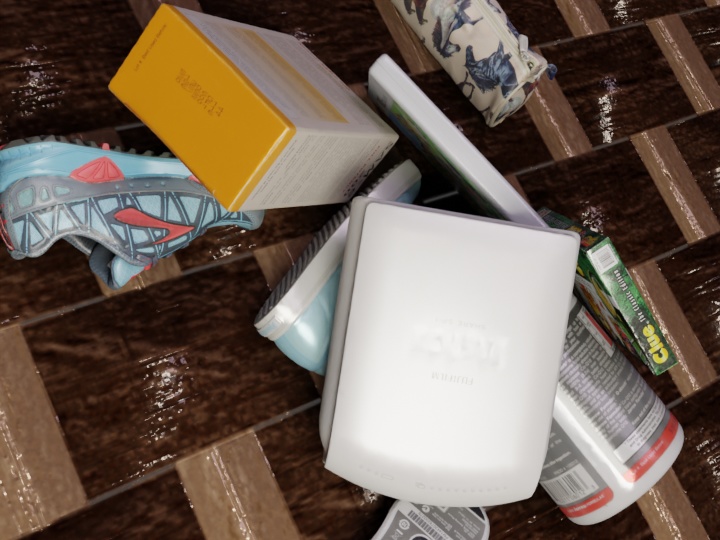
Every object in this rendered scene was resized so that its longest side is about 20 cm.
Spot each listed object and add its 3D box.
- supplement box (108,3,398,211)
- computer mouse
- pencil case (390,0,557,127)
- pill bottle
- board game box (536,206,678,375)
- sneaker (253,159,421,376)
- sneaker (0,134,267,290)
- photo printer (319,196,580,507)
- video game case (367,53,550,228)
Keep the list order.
[{"bbox_3d":[-0.069,-0.112,0.775,0.126,0.074,0.199,45,19,13],"label":"supplement box"},{"bbox_3d":[0.019,0.223,0.739,0.109,0.044,0.199,38,50,17],"label":"computer mouse"},{"bbox_3d":[0.093,-0.236,0.999,0.077,0.089,0.201,-34,85,-38],"label":"pencil case"},{"bbox_3d":[0.149,0.086,0.847,0.201,0.116,0.116,51,51,1],"label":"pill bottle"},{"bbox_3d":[0.183,0.009,0.844,0.023,0.200,0.106,-29,99,2],"label":"board game box"},{"bbox_3d":[0.000,0.000,0.837,0.082,0.074,0.201,46,60,-12],"label":"sneaker"},{"bbox_3d":[-0.160,-0.034,0.762,0.197,0.079,0.097,5,85,-30],"label":"sneaker"},{"bbox_3d":[0.059,0.061,0.753,0.163,0.069,0.204,10,91,-5],"label":"photo printer"},{"bbox_3d":[0.079,-0.085,0.875,0.022,0.182,0.200,-44,93,3],"label":"video game case"}]
